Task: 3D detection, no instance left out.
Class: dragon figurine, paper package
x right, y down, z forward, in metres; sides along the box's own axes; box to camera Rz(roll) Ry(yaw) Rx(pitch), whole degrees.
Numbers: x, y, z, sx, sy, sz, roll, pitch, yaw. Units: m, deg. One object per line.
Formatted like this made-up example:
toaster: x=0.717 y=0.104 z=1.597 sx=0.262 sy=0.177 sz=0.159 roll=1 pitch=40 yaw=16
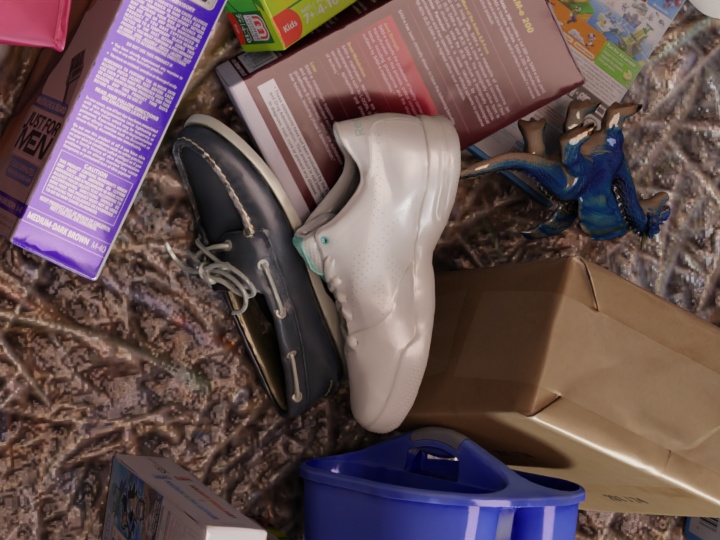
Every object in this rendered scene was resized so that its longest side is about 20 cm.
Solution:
dragon figurine: x=0.134 y=-0.048 z=1.702 sx=0.200 sy=0.059 sz=0.100 roll=-26 pitch=115 yaw=-53
paper package: x=0.135 y=0.075 z=1.690 sx=0.190 sy=0.200 sz=0.104 roll=25 pitch=75 yaw=-25

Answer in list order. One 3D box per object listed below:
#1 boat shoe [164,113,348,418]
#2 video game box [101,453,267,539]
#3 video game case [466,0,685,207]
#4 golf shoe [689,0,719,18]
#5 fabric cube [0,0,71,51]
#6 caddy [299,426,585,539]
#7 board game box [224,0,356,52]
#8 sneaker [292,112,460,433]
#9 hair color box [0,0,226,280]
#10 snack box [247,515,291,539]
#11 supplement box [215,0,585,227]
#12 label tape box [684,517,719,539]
boat shoe: x=-0.069 y=-0.001 z=1.672 sx=0.062 sy=0.075 sz=0.201 roll=-38 pitch=121 yaw=-23
video game box: x=-0.117 y=0.228 z=1.633 sx=0.047 sy=0.182 sz=0.201 roll=5 pitch=98 yaw=-25
video game case: x=0.122 y=-0.162 z=1.747 sx=0.143 sy=0.018 sz=0.201 roll=35 pitch=86 yaw=-23
golf shoe: x=0.197 y=-0.228 z=1.688 sx=0.092 sy=0.075 sz=0.201 roll=-62 pitch=141 yaw=-41
fabric cube: x=-0.264 y=-0.238 z=1.479 sx=0.198 sy=0.196 sz=0.201 roll=6 pitch=97 yaw=-22
caddy: x=0.048 y=0.148 z=1.661 sx=0.141 sy=0.200 sz=0.106 roll=1 pitch=93 yaw=-34
board game box: x=-0.063 y=-0.243 z=1.628 sx=0.101 sy=0.048 sz=0.201 roll=-36 pitch=112 yaw=-28
sneaker: x=0.000 y=0.000 z=1.646 sx=0.088 sy=0.075 sz=0.201 roll=3 pitch=107 yaw=-17
hair color box: x=-0.152 y=-0.104 z=1.596 sx=0.065 sy=0.109 sz=0.201 roll=27 pitch=89 yaw=-24
snack box: x=-0.061 y=0.254 z=1.650 sx=0.067 sy=0.200 sz=0.170 roll=0 pitch=99 yaw=-22
supplement box: x=0.024 y=-0.120 z=1.673 sx=0.199 sy=0.061 sz=0.109 roll=-28 pitch=109 yaw=-3
label tape box: x=0.331 y=0.128 z=1.860 sx=0.199 sy=0.066 sz=0.144 roll=7 pitch=97 yaw=-21
